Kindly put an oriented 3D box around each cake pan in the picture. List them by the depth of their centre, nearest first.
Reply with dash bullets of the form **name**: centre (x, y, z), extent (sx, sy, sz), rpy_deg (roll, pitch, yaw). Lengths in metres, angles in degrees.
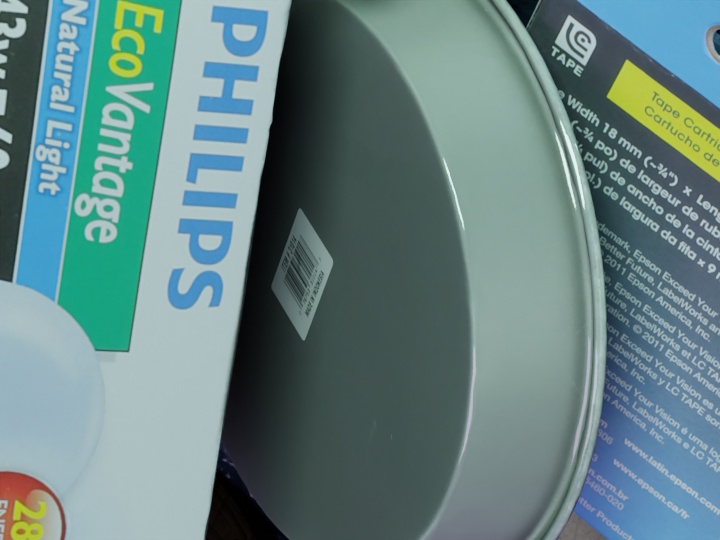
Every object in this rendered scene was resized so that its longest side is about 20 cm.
- **cake pan**: centre (0.000, 0.000, 0.871), extent (0.037, 0.201, 0.200), rpy_deg (-9, 156, -30)

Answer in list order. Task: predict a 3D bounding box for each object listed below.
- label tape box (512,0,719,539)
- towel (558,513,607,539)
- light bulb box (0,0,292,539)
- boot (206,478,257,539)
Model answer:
- **label tape box**: centre (0.102, -0.011, 0.847), extent (0.144, 0.063, 0.200), rpy_deg (39, 135, 12)
- **towel**: centre (0.075, 0.071, 1.023), extent (0.148, 0.037, 0.200), rpy_deg (18, 143, 11)
- **light bulb box**: centre (-0.137, -0.013, 0.835), extent (0.199, 0.125, 0.199), rpy_deg (3, 110, -15)
- **boot**: centre (-0.138, 0.104, 1.153), extent (0.200, 0.073, 0.155), rpy_deg (43, 139, -19)
